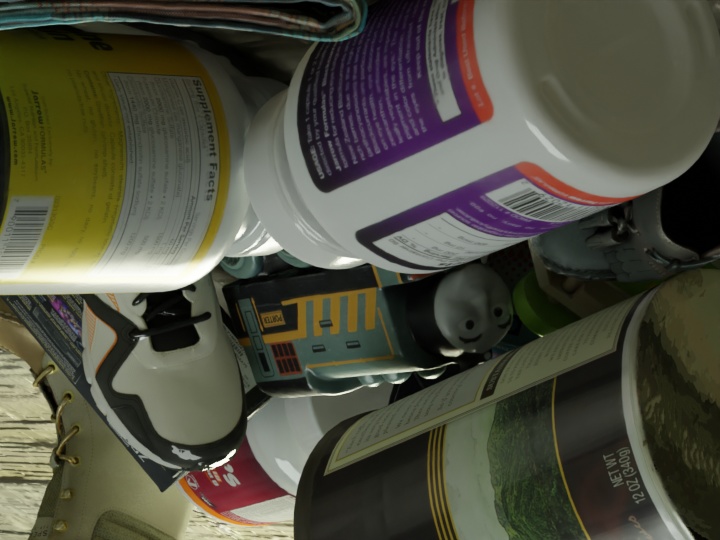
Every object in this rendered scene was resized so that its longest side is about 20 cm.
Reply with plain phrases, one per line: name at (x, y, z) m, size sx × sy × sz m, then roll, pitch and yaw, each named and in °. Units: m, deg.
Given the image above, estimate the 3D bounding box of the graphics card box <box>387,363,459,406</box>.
graphics card box at (0.099, 0.081, 1.342) m, size 0.125 × 0.051 × 0.200 m, roll 15°, pitch 179°, yaw 17°

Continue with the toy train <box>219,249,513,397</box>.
toy train at (0.000, 0.000, 1.223) m, size 0.200 × 0.085 × 0.114 m, roll -10°, pitch 101°, yaw 57°

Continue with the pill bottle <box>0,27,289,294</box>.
pill bottle at (-0.117, -0.046, 1.097) m, size 0.200 × 0.112 × 0.112 m, roll -1°, pitch 179°, yaw -43°

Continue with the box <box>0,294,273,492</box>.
box at (-0.138, 0.017, 1.391) m, size 0.200 × 0.044 × 0.160 m, roll 50°, pitch 157°, yaw 3°

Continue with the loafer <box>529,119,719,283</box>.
loafer at (0.138, -0.038, 1.017) m, size 0.200 × 0.063 × 0.072 m, roll -21°, pitch 101°, yaw 40°

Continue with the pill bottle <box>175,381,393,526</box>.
pill bottle at (-0.031, 0.084, 1.484) m, size 0.110 × 0.110 × 0.200 m, roll 28°, pitch 158°, yaw -18°

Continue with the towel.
towel at (-0.075, -0.103, 1.013) m, size 0.147 × 0.022 × 0.200 m, roll 1°, pitch -174°, yaw -5°

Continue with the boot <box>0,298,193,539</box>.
boot at (-0.183, 0.101, 1.609) m, size 0.200 × 0.155 × 0.072 m, roll 24°, pitch 159°, yaw -9°

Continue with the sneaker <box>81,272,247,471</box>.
sneaker at (-0.107, 0.003, 1.266) m, size 0.074 × 0.200 × 0.080 m, roll -17°, pitch 164°, yaw -18°

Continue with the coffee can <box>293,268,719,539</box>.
coffee can at (0.091, 0.100, 1.111) m, size 0.146 × 0.146 × 0.200 m, roll 34°, pitch 137°, yaw -31°

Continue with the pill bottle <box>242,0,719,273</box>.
pill bottle at (0.039, -0.062, 1.024) m, size 0.111 × 0.111 × 0.200 m, roll 31°, pitch 151°, yaw -25°

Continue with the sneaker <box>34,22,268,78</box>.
sneaker at (-0.128, -0.079, 1.209) m, size 0.200 × 0.083 × 0.072 m, roll 24°, pitch 160°, yaw -6°

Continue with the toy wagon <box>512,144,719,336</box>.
toy wagon at (0.167, 0.009, 1.124) m, size 0.200 × 0.040 × 0.155 m, roll 34°, pitch 137°, yaw -12°

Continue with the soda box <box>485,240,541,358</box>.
soda box at (0.155, 0.033, 1.225) m, size 0.200 × 0.068 × 0.064 m, roll 15°, pitch 168°, yaw 17°
